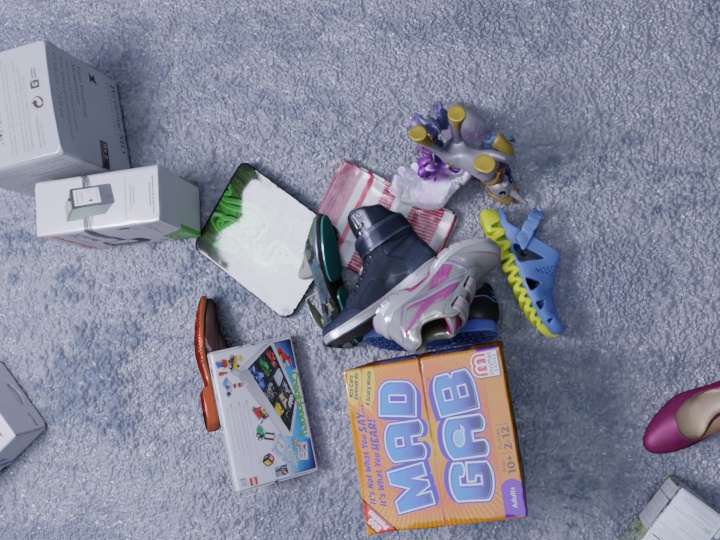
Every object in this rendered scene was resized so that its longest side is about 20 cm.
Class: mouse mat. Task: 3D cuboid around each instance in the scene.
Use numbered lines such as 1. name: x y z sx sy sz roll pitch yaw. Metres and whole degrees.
1. mouse mat: -0.145 -0.046 1.174 0.199 0.008 0.162 36 102 14

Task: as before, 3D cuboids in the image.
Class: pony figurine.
1. pony figurine: 0.134 -0.154 1.053 0.191 0.200 0.168 28 88 23

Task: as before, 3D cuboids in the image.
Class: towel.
1. towel: 0.028 -0.059 1.144 0.198 0.023 0.146 27 94 11

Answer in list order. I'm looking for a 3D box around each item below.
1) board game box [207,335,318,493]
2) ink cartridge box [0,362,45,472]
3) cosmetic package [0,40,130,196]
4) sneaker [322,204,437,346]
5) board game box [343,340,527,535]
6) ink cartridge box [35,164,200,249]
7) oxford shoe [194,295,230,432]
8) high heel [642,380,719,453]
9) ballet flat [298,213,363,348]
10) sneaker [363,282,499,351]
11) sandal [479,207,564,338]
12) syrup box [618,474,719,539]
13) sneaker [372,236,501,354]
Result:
1. board game box: -0.143 0.207 1.131 0.124 0.035 0.203 -10 85 -21
2. ink cartridge box: -0.629 0.264 1.234 0.200 0.086 0.147 -43 80 8
3. cosmetic package: -0.474 -0.216 1.163 0.162 0.200 0.168 -12 85 11
4. sneaker: 0.000 0.000 1.079 0.201 0.077 0.147 -36 79 -12
5. board game box: 0.105 0.211 1.024 0.197 0.200 0.204 -10 85 10
6. ink cartridge box: -0.359 -0.090 1.159 0.197 0.145 0.086 -6 82 12
7. oxford shoe: -0.211 0.137 1.172 0.071 0.071 0.204 -6 83 -17
8. high heel: 0.459 0.181 1.006 0.199 0.096 0.068 -38 81 8
9. ballet flat: -0.055 0.021 1.120 0.073 0.074 0.203 -13 97 11
10. sneaker: 0.100 0.066 1.106 0.197 0.070 0.079 -6 63 18
11. sandal: 0.240 -0.006 1.072 0.086 0.079 0.203 -23 85 6
12. syrup box: 0.388 0.379 1.021 0.081 0.079 0.201 36 95 10
13. sneaker: 0.116 0.040 1.024 0.199 0.082 0.088 -41 54 -5
